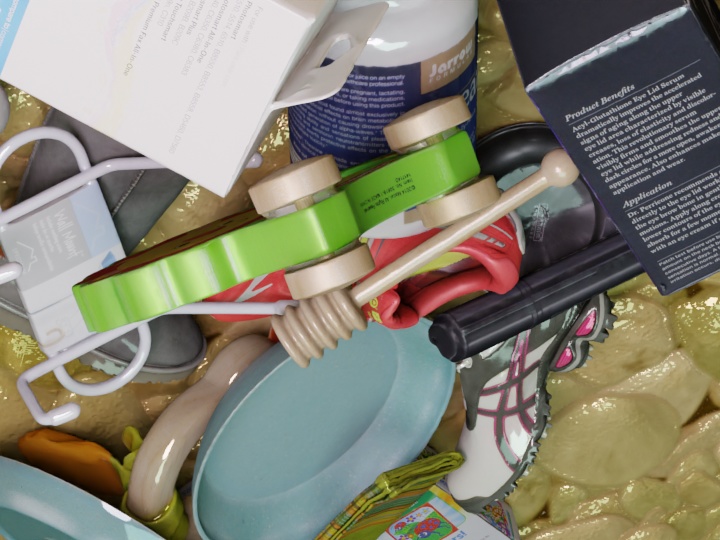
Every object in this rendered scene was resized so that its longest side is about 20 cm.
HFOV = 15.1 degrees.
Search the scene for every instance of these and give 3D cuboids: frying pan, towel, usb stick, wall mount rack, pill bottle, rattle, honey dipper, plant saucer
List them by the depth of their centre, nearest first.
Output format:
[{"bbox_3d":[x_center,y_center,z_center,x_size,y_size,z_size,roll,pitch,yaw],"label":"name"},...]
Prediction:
[{"bbox_3d":[0.012,-0.125,1.552,0.111,0.111,0.200,-7,133,-6],"label":"pill bottle"},{"bbox_3d":[0.039,-0.013,1.568,0.200,0.038,0.038,-34,131,6],"label":"honey dipper"},{"bbox_3d":[-0.132,0.000,1.571,0.174,0.075,0.200,-27,131,-12],"label":"wall mount rack"},{"bbox_3d":[0.135,0.003,1.659,0.200,0.033,0.055,-24,174,-13],"label":"usb stick"},{"bbox_3d":[0.138,-0.017,1.699,0.190,0.031,0.115,29,100,-16],"label":"frying pan"},{"bbox_3d":[-0.030,0.096,1.711,0.200,0.036,0.200,-28,144,-23],"label":"plant saucer"},{"bbox_3d":[-0.172,0.183,1.760,0.200,0.200,0.027,45,68,-39],"label":"plant saucer"},{"bbox_3d":[-0.108,0.073,1.767,0.130,0.143,0.200,22,97,-43],"label":"rattle"},{"bbox_3d":[-0.013,0.187,1.800,0.086,0.018,0.200,-12,152,-50],"label":"towel"}]

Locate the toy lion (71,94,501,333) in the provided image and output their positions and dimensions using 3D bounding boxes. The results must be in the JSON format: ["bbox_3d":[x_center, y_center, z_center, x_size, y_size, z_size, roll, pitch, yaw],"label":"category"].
[{"bbox_3d":[-0.051,-0.020,1.465,0.192,0.200,0.069,-17,97,40],"label":"toy lion"}]

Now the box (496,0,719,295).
[{"bbox_3d":[0.166,-0.111,1.575,0.104,0.148,0.200,-27,131,13],"label":"box"}]

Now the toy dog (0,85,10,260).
[{"bbox_3d":[-0.268,-0.021,1.587,0.132,0.096,0.200,2,137,-10],"label":"toy dog"}]

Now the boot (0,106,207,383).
[{"bbox_3d":[-0.132,-0.031,1.634,0.182,0.073,0.200,19,125,-28],"label":"boot"}]

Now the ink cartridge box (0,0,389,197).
[{"bbox_3d":[-0.095,-0.144,1.425,0.200,0.129,0.125,29,125,0],"label":"ink cartridge box"}]

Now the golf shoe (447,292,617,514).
[{"bbox_3d":[0.090,0.068,1.780,0.088,0.077,0.200,17,118,-16],"label":"golf shoe"}]

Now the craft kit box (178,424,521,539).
[{"bbox_3d":[-0.026,0.186,1.876,0.200,0.049,0.197,-36,132,20],"label":"craft kit box"}]

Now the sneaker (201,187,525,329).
[{"bbox_3d":[0.000,0.000,1.621,0.200,0.085,0.077,-14,140,5],"label":"sneaker"}]
